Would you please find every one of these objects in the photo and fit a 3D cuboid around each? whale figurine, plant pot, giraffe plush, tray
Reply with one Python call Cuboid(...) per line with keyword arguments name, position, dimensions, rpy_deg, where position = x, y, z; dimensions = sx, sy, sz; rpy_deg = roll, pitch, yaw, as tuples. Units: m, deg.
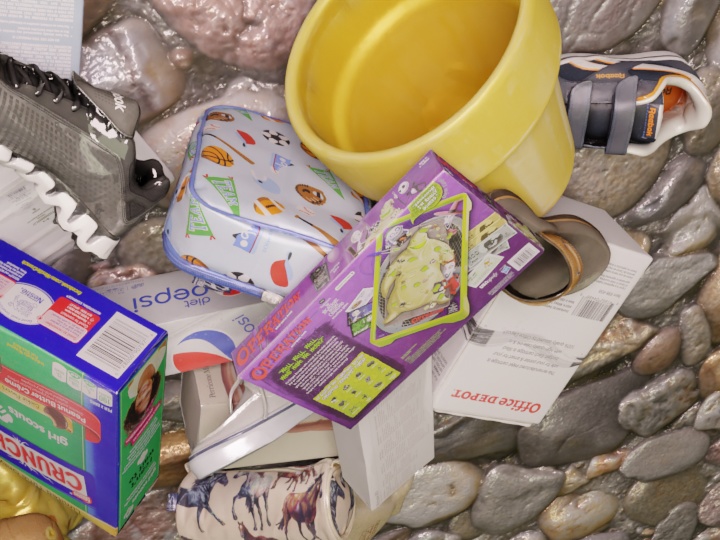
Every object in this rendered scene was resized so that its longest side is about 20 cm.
Cuboid(name="whale figurine", position=(-0.030, 0.262, 1.098), dimensions=(0.198, 0.104, 0.161), rpy_deg=(-18, 138, -41))
Cuboid(name="plant pot", position=(0.072, -0.124, 0.750), dimensions=(0.200, 0.202, 0.189), rpy_deg=(-37, 141, 11))
Cuboid(name="giraffe plush", position=(-0.315, 0.246, 0.911), dimensions=(0.171, 0.163, 0.201), rpy_deg=(-33, 131, 7))
Cuboid(name="tray", position=(-0.257, -0.050, 0.789), dimensions=(0.198, 0.022, 0.108), rpy_deg=(-32, 131, 6))

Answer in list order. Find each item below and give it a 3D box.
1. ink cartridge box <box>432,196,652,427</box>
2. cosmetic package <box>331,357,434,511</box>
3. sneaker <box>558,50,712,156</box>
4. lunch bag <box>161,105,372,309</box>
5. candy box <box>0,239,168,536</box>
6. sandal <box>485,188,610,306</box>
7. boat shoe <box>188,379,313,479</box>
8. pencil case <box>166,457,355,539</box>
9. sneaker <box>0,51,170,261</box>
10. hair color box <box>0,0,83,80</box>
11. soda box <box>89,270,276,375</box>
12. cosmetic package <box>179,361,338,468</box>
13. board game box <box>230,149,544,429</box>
Cuboid(name="ink cartridge box", position=(0.144, 0.034, 0.892), dimensions=(0.142, 0.084, 0.202), rpy_deg=(13, 117, -33))
Cuboid(name="cosmetic package", position=(0.018, 0.126, 0.849), dimensions=(0.082, 0.051, 0.201), rpy_deg=(-37, 149, -21))
Cuboid(name="sneaker", position=(0.214, -0.144, 0.861), dimensions=(0.196, 0.080, 0.079), rpy_deg=(-12, 132, -10))
Cuboid(name="lunch bag", position=(-0.061, -0.045, 0.740), dimensions=(0.158, 0.201, 0.076), rpy_deg=(19, 119, -14))
Cuboid(name="candy box", position=(-0.246, 0.099, 0.800), dimensions=(0.167, 0.077, 0.202), rpy_deg=(26, 137, 12))
Cuboid(name="sandal", position=(0.136, -0.008, 0.748), dimensions=(0.082, 0.055, 0.199), rpy_deg=(-43, 147, 18))
Cuboid(name="boat shoe", position=(-0.073, 0.093, 0.843), dimensions=(0.200, 0.087, 0.075), rpy_deg=(-32, 176, -20))
Cuboid(name="pencil case", position=(-0.095, 0.232, 0.983), dimensions=(0.197, 0.078, 0.091), rpy_deg=(-10, 97, 26))
Cuboid(name="sneaker", position=(-0.185, -0.093, 0.602), dimensions=(0.090, 0.067, 0.201), rpy_deg=(-33, 136, 2))
Cuboid(name="hair color box", position=(-0.210, -0.197, 0.625), dimensions=(0.060, 0.100, 0.202), rpy_deg=(0, 128, -22))
Cuboid(name="soda box", position=(-0.148, 0.043, 0.877), dimensions=(0.196, 0.069, 0.064), rpy_deg=(-12, 131, -13))
Cuboid(name="cosmetic package", position=(-0.069, 0.119, 0.947), dimensions=(0.196, 0.104, 0.088), rpy_deg=(-4, 127, -20))
Cuboid(name="board game box", position=(0.018, 0.021, 0.674), dimensions=(0.200, 0.033, 0.119), rpy_deg=(-44, 136, 17))
